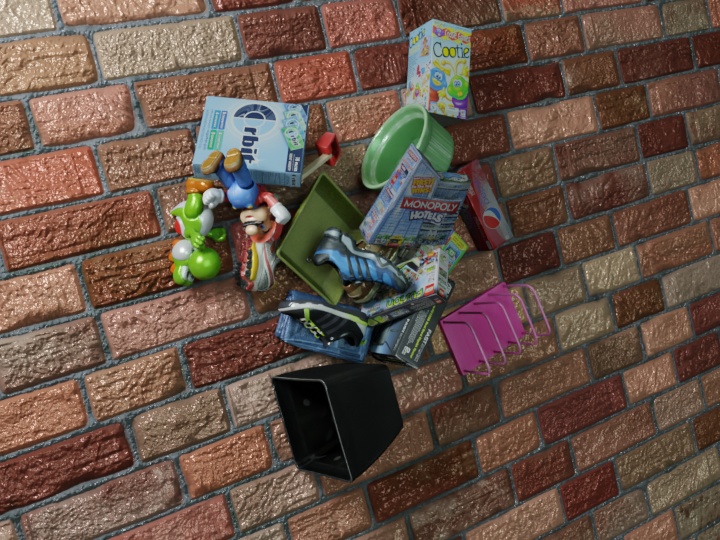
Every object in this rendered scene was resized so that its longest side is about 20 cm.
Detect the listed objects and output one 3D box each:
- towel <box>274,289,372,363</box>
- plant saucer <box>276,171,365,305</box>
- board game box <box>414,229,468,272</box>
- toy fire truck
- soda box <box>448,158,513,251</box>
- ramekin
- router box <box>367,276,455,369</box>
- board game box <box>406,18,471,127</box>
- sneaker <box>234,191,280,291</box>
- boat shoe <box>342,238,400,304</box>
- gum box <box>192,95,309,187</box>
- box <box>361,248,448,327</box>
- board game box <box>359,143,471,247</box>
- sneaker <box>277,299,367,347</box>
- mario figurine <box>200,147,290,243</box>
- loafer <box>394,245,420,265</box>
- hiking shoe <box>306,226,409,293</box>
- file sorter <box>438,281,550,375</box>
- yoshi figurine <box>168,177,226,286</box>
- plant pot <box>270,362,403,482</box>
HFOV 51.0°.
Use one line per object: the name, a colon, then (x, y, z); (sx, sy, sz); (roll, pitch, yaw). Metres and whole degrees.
towel: (-0.069, 0.116, 1.553); (0.199, 0.048, 0.112); (18, 80, -24)
plant saucer: (-0.078, -0.062, 1.521); (0.200, 0.048, 0.201); (45, 64, -41)
board game box: (0.134, -0.069, 1.667); (0.200, 0.029, 0.135); (44, 72, -18)
toy fire truck: (-0.144, -0.198, 1.471); (0.200, 0.140, 0.049); (-53, 143, -28)
soda box: (0.267, -0.147, 1.715); (0.070, 0.063, 0.201); (-33, 103, -23)
ramekin: (0.101, -0.235, 1.568); (0.097, 0.200, 0.201); (30, 76, -29)
router box: (0.101, 0.100, 1.579); (0.062, 0.150, 0.201); (31, 75, -21)
board game box: (0.170, -0.427, 1.653); (0.102, 0.105, 0.201); (5, 87, -26)
sneaker: (-0.191, -0.057, 1.493); (0.082, 0.078, 0.201); (11, 88, -38)
boat shoe: (0.023, -0.031, 1.546); (0.074, 0.075, 0.201); (37, 69, -41)
gum box: (-0.203, -0.245, 1.424); (0.199, 0.045, 0.171); (6, 59, -2)
box: (0.089, 0.038, 1.532); (0.035, 0.199, 0.111); (35, 47, -35)
board game box: (0.122, -0.142, 1.483); (0.199, 0.062, 0.201); (3, 126, -24)
sneaker: (-0.070, 0.109, 1.485); (0.199, 0.072, 0.083); (14, 80, -25)
mario figurine: (-0.206, -0.117, 1.356); (0.106, 0.123, 0.200); (-42, 131, -11)
loafer: (0.109, -0.082, 1.604); (0.072, 0.063, 0.201); (37, 74, -21)
hiking shoe: (0.000, 0.000, 1.474); (0.199, 0.074, 0.087); (31, 80, 6)
file sorter: (0.305, 0.130, 1.690); (0.199, 0.125, 0.140); (-28, 100, -24)
yoshi figurine: (-0.294, -0.066, 1.419); (0.112, 0.112, 0.201); (12, 87, -32)
plant pot: (-0.032, 0.279, 1.495); (0.177, 0.199, 0.201); (-18, 96, -36)
